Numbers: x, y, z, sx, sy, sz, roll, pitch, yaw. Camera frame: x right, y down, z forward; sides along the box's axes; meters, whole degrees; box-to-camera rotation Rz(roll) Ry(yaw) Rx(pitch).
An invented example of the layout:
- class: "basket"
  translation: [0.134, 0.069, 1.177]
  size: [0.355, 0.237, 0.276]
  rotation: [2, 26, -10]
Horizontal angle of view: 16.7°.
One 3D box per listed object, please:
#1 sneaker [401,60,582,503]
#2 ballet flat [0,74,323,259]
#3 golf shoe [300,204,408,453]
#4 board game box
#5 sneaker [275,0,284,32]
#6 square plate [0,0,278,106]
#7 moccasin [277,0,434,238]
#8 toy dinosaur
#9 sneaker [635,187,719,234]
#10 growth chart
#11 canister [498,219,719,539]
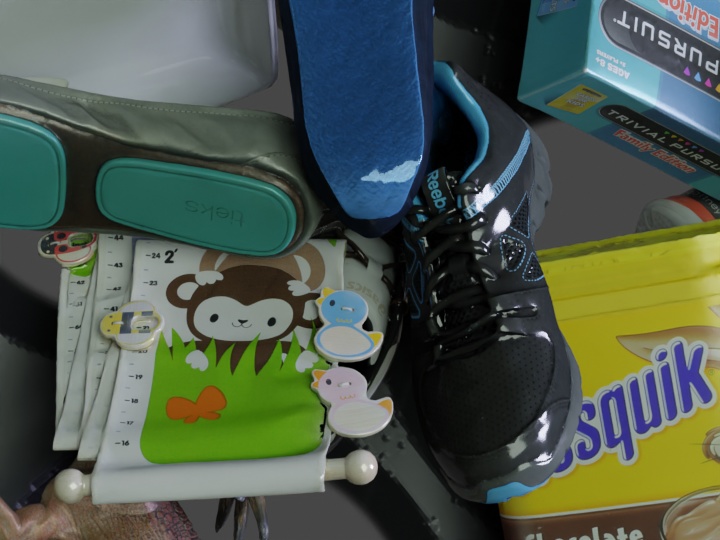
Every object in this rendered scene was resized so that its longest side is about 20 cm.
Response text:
- class: "sneaker"
  translation: [0.042, 0.003, 1.029]
  size: [0.082, 0.073, 0.200]
  rotation: [48, 29, -49]
- class: "ballet flat"
  translation: [-0.113, -0.049, 1.022]
  size: [0.200, 0.067, 0.064]
  rotation: [11, 39, -2]
- class: "golf shoe"
  translation: [0.000, 0.000, 1.084]
  size: [0.078, 0.094, 0.200]
  rotation: [23, 77, -17]
- class: "board game box"
  translation: [0.154, -0.146, 1.137]
  size: [0.151, 0.047, 0.200]
  rotation: [23, 63, -32]
- class: "sneaker"
  translation: [0.048, -0.168, 1.124]
  size: [0.200, 0.076, 0.070]
  rotation: [-38, 100, -19]
- class: "square plate"
  translation: [-0.131, -0.127, 1.018]
  size: [0.200, 0.028, 0.198]
  rotation: [-21, 139, -19]
- class: "moccasin"
  translation: [-0.007, -0.109, 1.022]
  size: [0.080, 0.068, 0.200]
  rotation: [4, 69, 1]
- class: "toy dinosaur"
  translation: [-0.089, 0.126, 1.016]
  size: [0.135, 0.086, 0.200]
  rotation: [-8, 94, 2]
- class: "sneaker"
  translation: [0.209, 0.044, 1.175]
  size: [0.082, 0.077, 0.200]
  rotation: [-28, 97, -27]
- class: "growth chart"
  translation: [-0.065, 0.024, 1.007]
  size: [0.145, 0.200, 0.018]
  rotation: [-10, 133, -2]
- class: "canister"
  translation: [0.129, 0.086, 1.107]
  size: [0.148, 0.087, 0.200]
  rotation: [-10, 94, 18]
